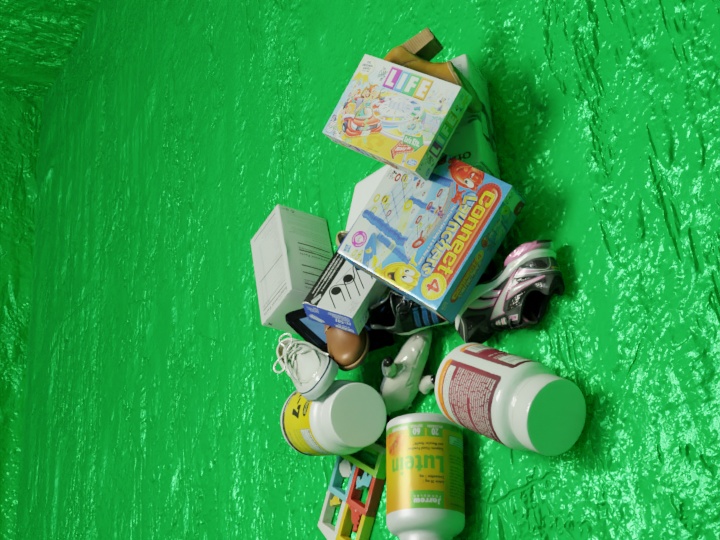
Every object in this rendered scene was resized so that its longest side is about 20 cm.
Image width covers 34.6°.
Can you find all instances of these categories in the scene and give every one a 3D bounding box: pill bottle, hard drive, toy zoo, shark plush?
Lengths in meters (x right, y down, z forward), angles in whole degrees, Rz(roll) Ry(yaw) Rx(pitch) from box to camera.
[{"bbox_3d":[-0.041,0.229,1.791,0.200,0.113,0.116,158,122,-64],"label":"pill bottle"},{"bbox_3d":[0.090,0.310,1.604,0.111,0.110,0.203,-31,52,50],"label":"pill bottle"},{"bbox_3d":[0.045,-0.122,1.936,0.199,0.025,0.134,-28,43,51],"label":"hard drive"},{"bbox_3d":[-0.014,0.364,1.843,0.131,0.020,0.203,15,90,60],"label":"toy zoo"},{"bbox_3d":[0.067,0.177,1.787,0.084,0.089,0.202,-80,3,-49],"label":"shark plush"},{"bbox_3d":[0.193,0.167,1.495,0.199,0.113,0.116,16,90,60],"label":"pill bottle"}]

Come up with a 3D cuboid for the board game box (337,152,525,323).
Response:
[{"bbox_3d":[0.097,-0.060,1.613,0.195,0.056,0.202,29,86,36],"label":"board game box"}]

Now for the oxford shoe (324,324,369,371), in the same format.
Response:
[{"bbox_3d":[-0.035,0.075,1.805,0.071,0.072,0.201,-26,40,10],"label":"oxford shoe"}]

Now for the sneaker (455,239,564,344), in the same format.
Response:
[{"bbox_3d":[0.203,0.049,1.571,0.201,0.079,0.087,-54,46,41],"label":"sneaker"}]

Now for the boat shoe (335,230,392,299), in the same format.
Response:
[{"bbox_3d":[0.021,-0.013,1.864,0.073,0.063,0.200,-42,31,-6],"label":"boat shoe"}]

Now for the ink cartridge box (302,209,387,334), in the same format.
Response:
[{"bbox_3d":[0.000,0.000,1.784,0.093,0.044,0.201,15,56,28],"label":"ink cartridge box"}]

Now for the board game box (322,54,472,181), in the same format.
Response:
[{"bbox_3d":[0.049,-0.222,1.655,0.199,0.034,0.136,27,86,41],"label":"board game box"}]

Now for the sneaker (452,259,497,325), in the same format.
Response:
[{"bbox_3d":[0.170,-0.024,1.677,0.202,0.059,0.104,-66,32,22],"label":"sneaker"}]

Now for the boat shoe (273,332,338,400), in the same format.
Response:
[{"bbox_3d":[-0.095,0.136,1.780,0.075,0.086,0.202,-50,16,-2],"label":"boat shoe"}]

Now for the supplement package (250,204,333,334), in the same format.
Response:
[{"bbox_3d":[-0.119,0.002,2.092,0.114,0.108,0.202,-48,39,37],"label":"supplement package"}]

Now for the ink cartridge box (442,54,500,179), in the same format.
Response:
[{"bbox_3d":[0.124,-0.204,1.752,0.144,0.084,0.203,-18,58,23],"label":"ink cartridge box"}]

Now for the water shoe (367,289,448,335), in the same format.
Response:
[{"bbox_3d":[0.084,0.050,1.674,0.200,0.078,0.072,-37,59,50],"label":"water shoe"}]

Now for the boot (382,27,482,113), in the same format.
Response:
[{"bbox_3d":[0.086,-0.258,1.712,0.144,0.071,0.202,-40,49,14],"label":"boot"}]

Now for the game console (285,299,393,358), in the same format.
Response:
[{"bbox_3d":[-0.019,0.046,1.909,0.200,0.174,0.118,-145,45,-59],"label":"game console"}]
